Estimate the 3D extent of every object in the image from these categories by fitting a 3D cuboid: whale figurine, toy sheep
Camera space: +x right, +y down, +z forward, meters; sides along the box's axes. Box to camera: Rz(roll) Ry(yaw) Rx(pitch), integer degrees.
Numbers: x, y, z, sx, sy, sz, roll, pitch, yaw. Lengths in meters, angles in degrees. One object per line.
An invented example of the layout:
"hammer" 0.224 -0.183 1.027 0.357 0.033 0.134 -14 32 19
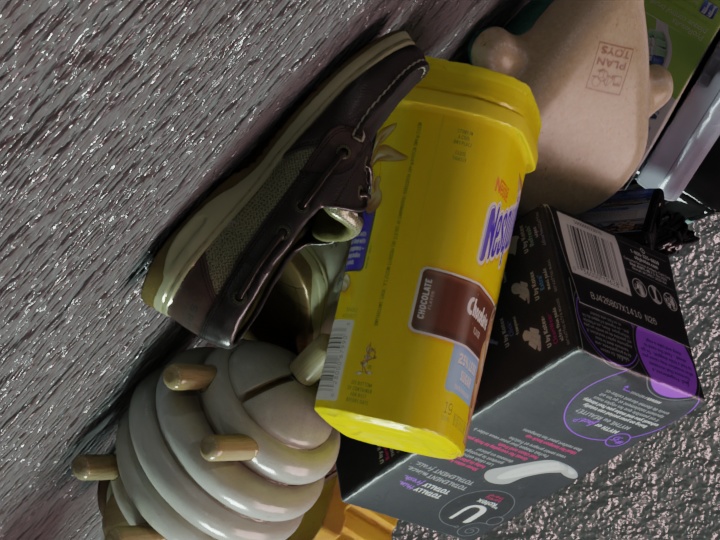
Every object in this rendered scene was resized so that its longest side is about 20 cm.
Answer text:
"whale figurine" 0.126 -0.135 1.683 0.159 0.104 0.201 7 109 -33
"toy sheep" -0.080 0.104 1.546 0.200 0.138 0.138 -39 178 30

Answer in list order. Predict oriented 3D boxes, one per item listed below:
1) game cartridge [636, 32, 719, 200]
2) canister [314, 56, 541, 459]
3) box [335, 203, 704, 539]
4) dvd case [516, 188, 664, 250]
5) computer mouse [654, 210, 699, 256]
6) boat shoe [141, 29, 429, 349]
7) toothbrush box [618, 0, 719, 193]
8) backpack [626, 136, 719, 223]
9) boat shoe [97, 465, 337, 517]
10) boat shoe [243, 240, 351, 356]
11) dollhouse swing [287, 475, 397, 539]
"game cartridge" 0.254 -0.136 1.876 0.133 0.041 0.200 -56 180 40
"canister" 0.038 -0.003 1.487 0.149 0.086 0.201 51 51 -77
"box" 0.088 0.065 1.604 0.122 0.106 0.200 22 135 -41
"dvd case" 0.123 -0.027 1.725 0.200 0.142 0.018 -47 133 -77
"computer mouse" 0.133 0.002 1.802 0.200 0.046 0.140 -26 178 22
"boat shoe" -0.026 -0.039 1.362 0.201 0.066 0.072 -46 172 -21
"toothbrush box" 0.193 -0.154 1.851 0.200 0.086 0.146 -57 176 -22
"backpack" 0.182 -0.085 2.033 0.200 0.163 0.154 -48 -169 53
"boat shoe" -0.066 0.133 1.696 0.202 0.075 0.075 -20 114 -36
"boat shoe" -0.030 0.013 1.580 0.066 0.074 0.200 -40 170 -18
"dollhouse swing" 0.002 0.168 1.909 0.176 0.182 0.201 -10 -126 49
